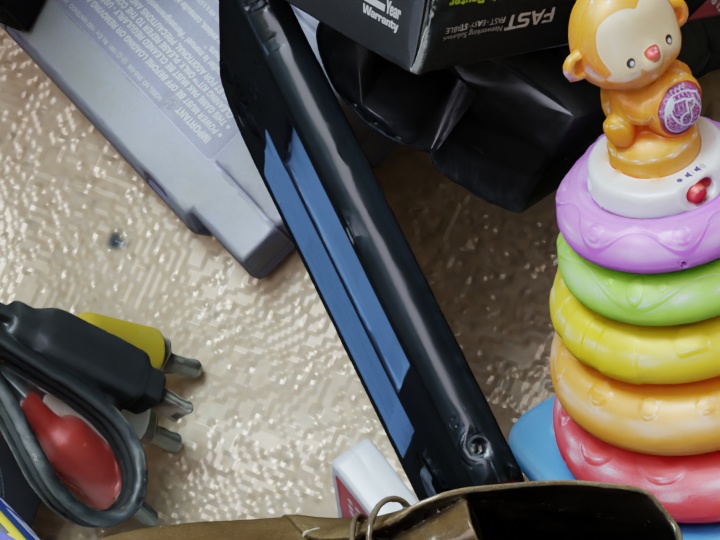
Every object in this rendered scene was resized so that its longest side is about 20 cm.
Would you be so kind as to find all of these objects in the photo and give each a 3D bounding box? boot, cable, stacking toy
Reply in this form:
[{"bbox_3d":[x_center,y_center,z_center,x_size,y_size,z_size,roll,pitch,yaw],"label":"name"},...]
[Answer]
[{"bbox_3d":[0.041,-0.095,1.028,0.164,0.200,0.066,22,121,23],"label":"boot"},{"bbox_3d":[0.000,0.090,0.879,0.199,0.076,0.074,1,50,-11],"label":"boot"},{"bbox_3d":[-0.139,0.030,1.058,0.050,0.200,0.097,-30,39,46],"label":"cable"},{"bbox_3d":[0.100,-0.009,0.923,0.116,0.201,0.110,-28,38,-16],"label":"stacking toy"}]

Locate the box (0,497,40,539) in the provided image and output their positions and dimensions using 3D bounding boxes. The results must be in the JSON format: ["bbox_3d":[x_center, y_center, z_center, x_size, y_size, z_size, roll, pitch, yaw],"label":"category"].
[{"bbox_3d":[-0.168,0.072,0.961,0.070,0.064,0.200,-43,81,-5],"label":"box"}]

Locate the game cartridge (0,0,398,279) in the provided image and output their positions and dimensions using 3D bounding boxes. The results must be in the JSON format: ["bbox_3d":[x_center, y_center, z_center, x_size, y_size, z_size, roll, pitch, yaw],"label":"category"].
[{"bbox_3d":[-0.062,-0.105,1.156,0.130,0.038,0.200,-46,66,5],"label":"game cartridge"}]

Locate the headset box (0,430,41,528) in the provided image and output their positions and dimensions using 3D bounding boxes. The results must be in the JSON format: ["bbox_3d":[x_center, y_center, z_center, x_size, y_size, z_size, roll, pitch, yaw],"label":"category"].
[{"bbox_3d":[-0.203,0.095,1.072,0.077,0.149,0.201,14,77,42],"label":"headset box"}]

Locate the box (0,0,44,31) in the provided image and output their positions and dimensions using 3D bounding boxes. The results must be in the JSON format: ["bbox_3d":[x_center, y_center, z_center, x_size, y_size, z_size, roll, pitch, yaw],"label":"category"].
[{"bbox_3d":[-0.132,-0.214,1.087,0.050,0.200,0.199,22,82,21],"label":"box"}]

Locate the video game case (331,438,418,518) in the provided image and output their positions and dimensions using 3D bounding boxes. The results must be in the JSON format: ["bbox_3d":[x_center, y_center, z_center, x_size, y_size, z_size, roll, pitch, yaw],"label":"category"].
[{"bbox_3d":[0.056,0.162,0.976,0.017,0.143,0.200,-32,65,-13],"label":"video game case"}]

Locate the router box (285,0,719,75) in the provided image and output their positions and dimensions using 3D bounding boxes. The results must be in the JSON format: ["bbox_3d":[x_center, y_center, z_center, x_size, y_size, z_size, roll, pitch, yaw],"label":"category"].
[{"bbox_3d":[0.016,-0.136,0.955,0.200,0.149,0.062,33,124,42],"label":"router box"}]

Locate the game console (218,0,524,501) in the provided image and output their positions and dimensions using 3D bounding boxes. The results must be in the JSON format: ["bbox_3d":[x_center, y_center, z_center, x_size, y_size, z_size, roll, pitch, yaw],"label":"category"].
[{"bbox_3d":[0.000,0.000,1.009,0.031,0.177,0.201,-26,82,-2],"label":"game console"}]
